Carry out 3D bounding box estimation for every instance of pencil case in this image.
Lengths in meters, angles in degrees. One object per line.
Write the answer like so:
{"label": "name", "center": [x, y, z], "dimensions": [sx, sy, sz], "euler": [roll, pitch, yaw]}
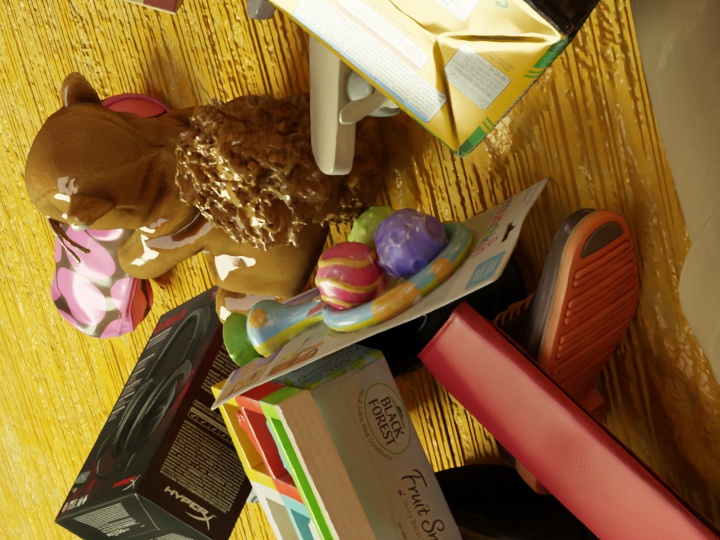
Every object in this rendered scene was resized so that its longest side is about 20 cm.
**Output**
{"label": "pencil case", "center": [-0.180, -0.032, 1.218], "dimensions": [0.094, 0.091, 0.200], "euler": [42, 143, 17]}

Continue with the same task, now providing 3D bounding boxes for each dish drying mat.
{"label": "dish drying mat", "center": [0.115, 0.099, 0.870], "dimensions": [0.200, 0.018, 0.077], "euler": [43, 148, 5]}

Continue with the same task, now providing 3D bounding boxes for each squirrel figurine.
{"label": "squirrel figurine", "center": [-0.094, -0.062, 0.974], "dimensions": [0.199, 0.186, 0.142], "euler": [-15, 68, 43]}

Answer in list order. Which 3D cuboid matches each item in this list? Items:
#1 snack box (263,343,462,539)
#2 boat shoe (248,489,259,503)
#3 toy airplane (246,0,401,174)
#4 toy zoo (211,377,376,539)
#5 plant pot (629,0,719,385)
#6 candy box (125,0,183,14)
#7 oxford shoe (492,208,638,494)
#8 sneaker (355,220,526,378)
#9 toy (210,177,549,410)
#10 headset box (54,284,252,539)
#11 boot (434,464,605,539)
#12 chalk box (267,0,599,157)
{"label": "snack box", "center": [0.009, 0.140, 0.962], "dimensions": [0.201, 0.053, 0.142], "euler": [67, 163, -10]}
{"label": "boat shoe", "center": [-0.024, 0.142, 1.144], "dimensions": [0.086, 0.075, 0.202], "euler": [43, 152, 0]}
{"label": "toy airplane", "center": [-0.004, -0.181, 0.863], "dimensions": [0.201, 0.140, 0.200], "euler": [98, 171, -52]}
{"label": "toy zoo", "center": [-0.038, 0.126, 0.953], "dimensions": [0.132, 0.020, 0.200], "euler": [67, 164, -7]}
{"label": "plant pot", "center": [0.193, -0.068, 0.638], "dimensions": [0.175, 0.199, 0.201], "euler": [67, 151, 28]}
{"label": "candy box", "center": [-0.100, -0.217, 0.880], "dimensions": [0.055, 0.200, 0.116], "euler": [14, 109, -4]}
{"label": "oxford shoe", "center": [0.099, 0.038, 0.909], "dimensions": [0.073, 0.071, 0.201], "euler": [41, 141, 31]}
{"label": "sneaker", "center": [0.014, 0.031, 0.999], "dimensions": [0.076, 0.091, 0.200], "euler": [57, 147, 4]}
{"label": "toy", "center": [0.000, 0.000, 0.905], "dimensions": [0.199, 0.115, 0.047], "euler": [-29, 107, 32]}
{"label": "headset box", "center": [-0.113, 0.097, 1.138], "dimensions": [0.077, 0.201, 0.149], "euler": [34, 151, -19]}
{"label": "boot", "center": [0.096, 0.205, 0.998], "dimensions": [0.200, 0.073, 0.152], "euler": [10, 116, 59]}
{"label": "chalk box", "center": [0.068, -0.174, 0.692], "dimensions": [0.125, 0.200, 0.124], "euler": [39, 154, -2]}
